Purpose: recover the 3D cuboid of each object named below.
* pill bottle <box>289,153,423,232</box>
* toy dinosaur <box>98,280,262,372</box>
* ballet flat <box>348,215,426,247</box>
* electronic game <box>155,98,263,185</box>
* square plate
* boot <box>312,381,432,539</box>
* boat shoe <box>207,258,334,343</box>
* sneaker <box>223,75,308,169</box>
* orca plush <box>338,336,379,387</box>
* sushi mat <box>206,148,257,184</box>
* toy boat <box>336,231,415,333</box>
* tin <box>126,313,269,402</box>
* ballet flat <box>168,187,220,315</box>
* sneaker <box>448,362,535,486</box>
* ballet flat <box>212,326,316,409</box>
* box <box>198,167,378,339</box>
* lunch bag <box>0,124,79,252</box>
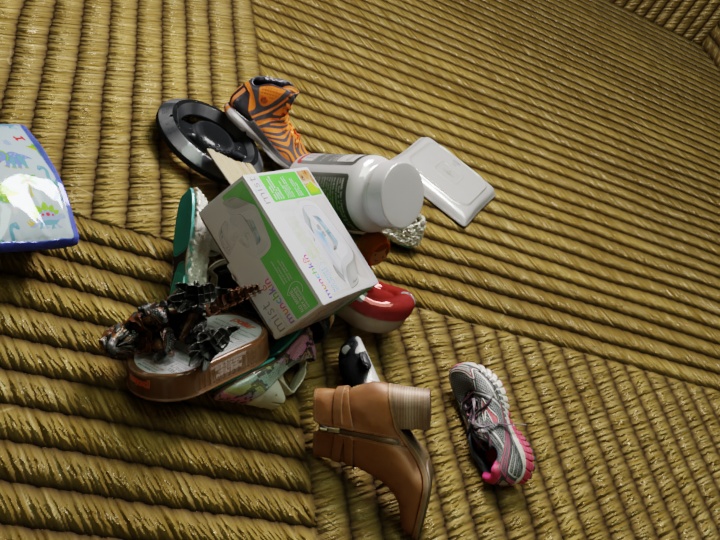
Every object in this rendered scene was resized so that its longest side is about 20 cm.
[{"bbox_3d":[-0.010,-0.116,1.418,0.199,0.115,0.113,9,13,43],"label":"pill bottle"},{"bbox_3d":[-0.215,0.052,1.153,0.200,0.135,0.102,-45,111,-22],"label":"toy dinosaur"},{"bbox_3d":[0.026,-0.095,1.632,0.199,0.072,0.072,14,39,-26],"label":"ballet flat"},{"bbox_3d":[-0.249,-0.214,1.581,0.199,0.042,0.201,30,31,-20],"label":"electronic game"},{"bbox_3d":[0.169,-0.189,1.907,0.200,0.029,0.198,39,35,6],"label":"square plate"},{"bbox_3d":[0.014,0.240,1.212,0.154,0.202,0.074,0,2,8],"label":"boot"},{"bbox_3d":[-0.126,0.044,1.347,0.199,0.075,0.062,29,28,-17],"label":"boat shoe"},{"bbox_3d":[-0.129,-0.253,1.634,0.200,0.112,0.078,39,17,-24],"label":"sneaker"},{"bbox_3d":[0.002,0.185,1.315,0.105,0.071,0.201,67,-2,-67],"label":"orca plush"},{"bbox_3d":[-0.164,-0.121,1.460,0.095,0.012,0.200,15,27,-44],"label":"sushi mat"},{"bbox_3d":[0.000,0.000,1.432,0.199,0.131,0.131,35,15,1],"label":"toy boat"},{"bbox_3d":[-0.201,0.105,1.190,0.112,0.042,0.199,23,31,34],"label":"tin"},{"bbox_3d":[-0.224,-0.010,1.294,0.071,0.072,0.201,13,71,-27],"label":"ballet flat"},{"bbox_3d":[0.181,0.219,1.382,0.074,0.081,0.201,1,47,-36],"label":"sneaker"},{"bbox_3d":[-0.114,0.139,1.258,0.071,0.069,0.200,62,36,-6],"label":"ballet flat"},{"bbox_3d":[-0.096,-0.028,1.286,0.201,0.096,0.176,58,26,7],"label":"box"},{"bbox_3d":[-0.467,-0.088,1.178,0.169,0.128,0.200,-8,43,-45],"label":"lunch bag"}]
